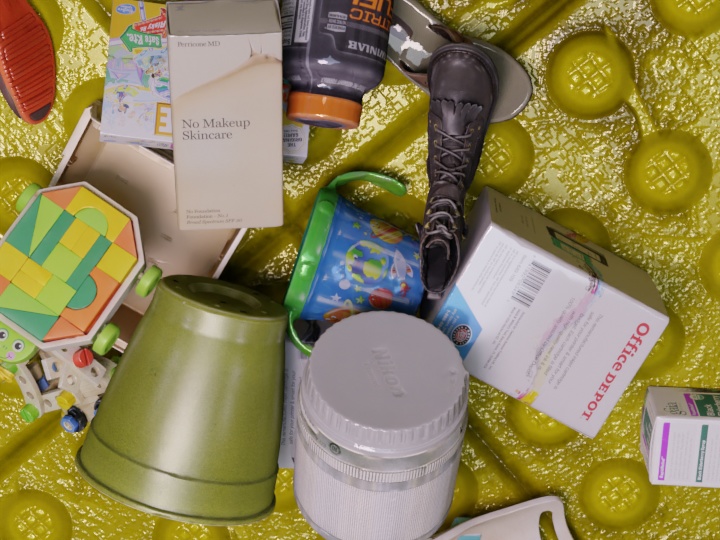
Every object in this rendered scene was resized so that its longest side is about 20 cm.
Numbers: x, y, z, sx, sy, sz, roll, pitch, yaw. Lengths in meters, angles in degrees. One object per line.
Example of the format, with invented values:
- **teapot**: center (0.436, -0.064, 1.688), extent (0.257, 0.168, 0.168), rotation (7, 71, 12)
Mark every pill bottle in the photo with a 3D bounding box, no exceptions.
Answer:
- **pill bottle**: center (-0.023, -0.235, 1.326), extent (0.106, 0.106, 0.201), rotation (7, 89, 1)

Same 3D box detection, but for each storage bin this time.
- **storage bin**: center (-0.233, -0.038, 1.440), extent (0.198, 0.094, 0.201), rotation (30, 108, -7)

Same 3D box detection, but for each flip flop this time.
- **flip flop**: center (0.077, -0.211, 1.383), extent (0.200, 0.058, 0.081), rotation (36, 102, -5)

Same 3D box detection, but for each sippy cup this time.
- **sippy cup**: center (0.000, 0.000, 1.415), extent (0.130, 0.140, 0.179), rotation (17, 110, -4)

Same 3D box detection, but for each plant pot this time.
- **plant pot**: center (-0.154, 0.113, 1.358), extent (0.199, 0.200, 0.194), rotation (15, 100, -2)

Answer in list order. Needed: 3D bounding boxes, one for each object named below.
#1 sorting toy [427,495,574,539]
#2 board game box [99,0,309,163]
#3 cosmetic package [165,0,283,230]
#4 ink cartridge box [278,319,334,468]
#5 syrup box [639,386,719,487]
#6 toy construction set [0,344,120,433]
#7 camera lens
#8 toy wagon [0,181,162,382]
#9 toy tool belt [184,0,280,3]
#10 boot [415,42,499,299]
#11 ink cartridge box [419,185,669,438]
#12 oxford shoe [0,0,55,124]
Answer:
- **sorting toy**: center (0.162, 0.331, 1.540), extent (0.179, 0.107, 0.201), rotation (-27, 104, 4)
- **board game box**: center (-0.146, -0.182, 1.369), extent (0.199, 0.034, 0.135), rotation (5, 81, -11)
- **cosmetic package**: center (-0.122, -0.140, 1.287), extent (0.103, 0.073, 0.201), rotation (-4, 126, -6)
- **ink cartridge box**: center (-0.041, 0.129, 1.487), extent (0.199, 0.084, 0.147), rotation (4, 109, 2)
- **syrup box**: center (0.398, 0.176, 1.480), extent (0.199, 0.079, 0.082), rotation (4, 109, 2)
- **toy construction set**: center (-0.305, 0.104, 1.459), extent (0.092, 0.200, 0.131), rotation (-41, 108, -30)
- **camera lens**: center (0.017, 0.158, 1.338), extent (0.159, 0.160, 0.201), rotation (6, 135, 1)
- **toy wagon**: center (-0.293, 0.016, 1.349), extent (0.155, 0.040, 0.200), rotation (34, 79, 5)
- **toy tool belt**: center (-0.119, -0.304, 1.317), extent (0.122, 0.125, 0.201), rotation (-9, 73, -1)
- **boot**: center (0.087, -0.091, 1.331), extent (0.069, 0.175, 0.201), rotation (5, 138, 7)
- **ink cartridge box**: center (0.179, 0.039, 1.413), extent (0.199, 0.146, 0.147), rotation (28, 107, -6)
- **oxford shoe**: center (-0.364, -0.240, 1.407), extent (0.072, 0.071, 0.201), rotation (-2, 114, 34)
